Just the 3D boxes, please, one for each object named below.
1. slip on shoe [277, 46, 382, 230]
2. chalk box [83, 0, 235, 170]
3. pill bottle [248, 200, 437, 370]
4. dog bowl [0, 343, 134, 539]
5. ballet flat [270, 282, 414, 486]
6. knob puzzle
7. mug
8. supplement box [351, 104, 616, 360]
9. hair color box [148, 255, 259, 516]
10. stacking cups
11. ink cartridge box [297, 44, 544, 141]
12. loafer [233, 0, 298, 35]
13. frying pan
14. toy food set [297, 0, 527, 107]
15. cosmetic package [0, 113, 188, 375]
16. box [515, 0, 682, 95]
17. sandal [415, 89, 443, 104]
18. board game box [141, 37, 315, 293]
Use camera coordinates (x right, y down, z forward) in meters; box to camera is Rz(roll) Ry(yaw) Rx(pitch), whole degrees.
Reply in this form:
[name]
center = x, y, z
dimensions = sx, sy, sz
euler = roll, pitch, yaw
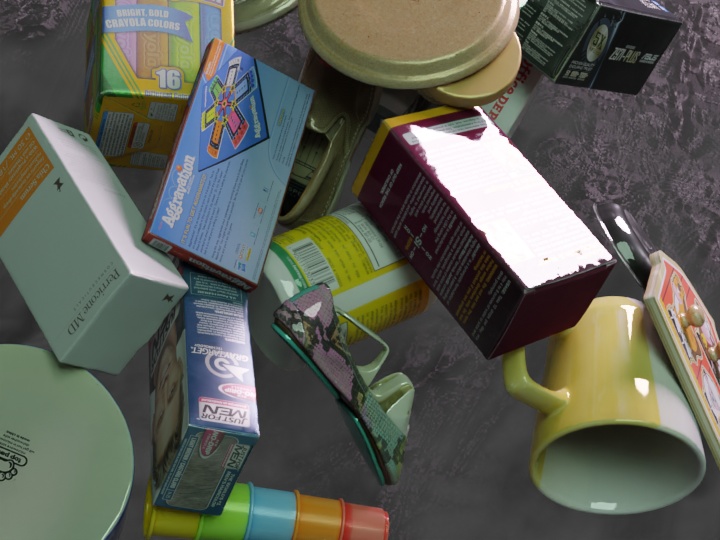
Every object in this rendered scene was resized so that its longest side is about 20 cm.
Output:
[slip on shoe]
center = -0.036, -0.133, 1.528
dimensions = 0.076, 0.060, 0.202
euler = 23, 98, 24
[chalk box]
center = -0.182, -0.206, 1.549
dimensions = 0.123, 0.125, 0.202
euler = 3, 62, -14
[pill bottle]
center = 0.000, 0.000, 1.498
dimensions = 0.199, 0.113, 0.113
euler = -24, 71, -24
[dog bowl]
center = -0.279, 0.163, 1.357
dimensions = 0.198, 0.079, 0.202
euler = 6, 62, -12
[ballet flat]
center = 0.000, 0.092, 1.420
dimensions = 0.071, 0.069, 0.201
euler = -36, 118, -8
[knob puzzle]
center = 0.308, 0.070, 1.523
dimensions = 0.030, 0.219, 0.222
euler = -23, 65, 20
[mug]
center = 0.214, 0.097, 1.479
dimensions = 0.148, 0.187, 0.154
euler = -9, 51, 17
[supplement box]
center = 0.099, -0.037, 1.425
dimensions = 0.110, 0.086, 0.200
euler = -16, 57, -38
[hair color box]
center = -0.129, 0.085, 1.388
dimensions = 0.060, 0.100, 0.201
euler = 11, 41, -19
[stacking cups]
center = -0.075, 0.199, 1.403
dimensions = 0.198, 0.061, 0.061
euler = 7, 61, -11
[ink cartridge box]
center = 0.061, -0.185, 1.626
dimensions = 0.199, 0.084, 0.146
euler = 31, 59, 2
[loafer]
center = -0.058, -0.292, 1.626
dimensions = 0.199, 0.076, 0.069
euler = -35, 102, -6
[frying pan]
center = 0.261, 0.009, 1.559
dimensions = 0.031, 0.115, 0.191
euler = -35, 45, 14
[toy food set]
center = 0.045, -0.227, 1.490
dimensions = 0.198, 0.049, 0.199
euler = 3, 55, 4
[cosmetic package]
center = -0.234, -0.023, 1.413
dimensions = 0.071, 0.102, 0.200
euler = 18, 28, -51
[box]
center = 0.177, -0.261, 1.627
dimensions = 0.200, 0.087, 0.163
euler = 44, 26, 29
[sandal]
center = 0.045, -0.201, 1.556
dimensions = 0.069, 0.078, 0.213
euler = -26, 60, 8
[board game box]
center = -0.107, -0.090, 1.433
dimensions = 0.102, 0.019, 0.201
euler = 27, 58, -20
